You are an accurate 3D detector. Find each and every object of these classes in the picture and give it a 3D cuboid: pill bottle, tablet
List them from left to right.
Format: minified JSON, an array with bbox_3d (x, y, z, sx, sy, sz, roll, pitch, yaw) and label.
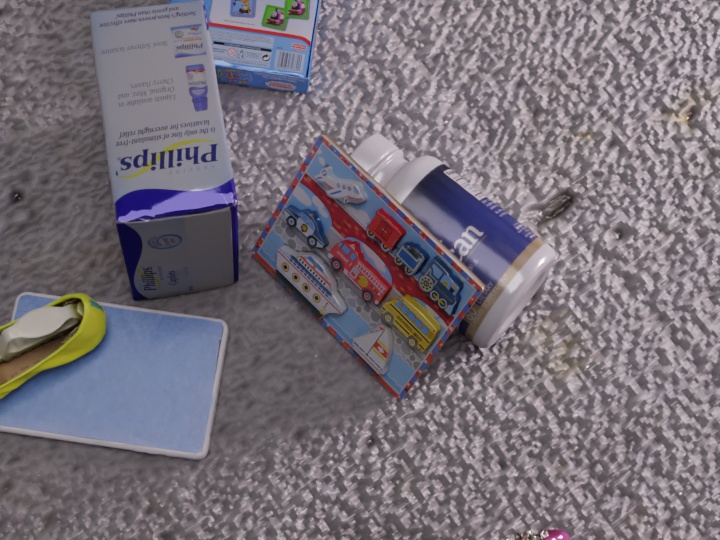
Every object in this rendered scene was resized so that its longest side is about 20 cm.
[{"bbox_3d":[-0.224,0.094,1.229,0.197,0.014,0.132,8,69,1],"label":"tablet"},{"bbox_3d":[0.068,-0.032,1.238,0.199,0.111,0.111,38,72,12],"label":"pill bottle"}]

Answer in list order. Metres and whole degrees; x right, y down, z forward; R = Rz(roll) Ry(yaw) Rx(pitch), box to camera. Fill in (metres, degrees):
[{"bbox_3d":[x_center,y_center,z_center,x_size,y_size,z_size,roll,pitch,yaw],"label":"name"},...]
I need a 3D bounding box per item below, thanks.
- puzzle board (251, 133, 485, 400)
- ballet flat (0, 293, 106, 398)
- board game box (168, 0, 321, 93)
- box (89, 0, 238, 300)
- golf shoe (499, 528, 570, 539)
[{"bbox_3d":[0.000,0.000,1.213,0.200,0.151,0.017,44,35,14],"label":"puzzle board"},{"bbox_3d":[-0.315,0.074,1.190,0.198,0.067,0.067,-27,73,-11],"label":"ballet flat"},{"bbox_3d":[-0.112,-0.282,1.365,0.149,0.037,0.203,8,70,0],"label":"board game box"},{"bbox_3d":[-0.172,-0.103,1.216,0.103,0.184,0.203,-8,70,-7],"label":"box"},{"bbox_3d":[0.100,0.290,1.147,0.198,0.075,0.092,-28,88,-10],"label":"golf shoe"}]
